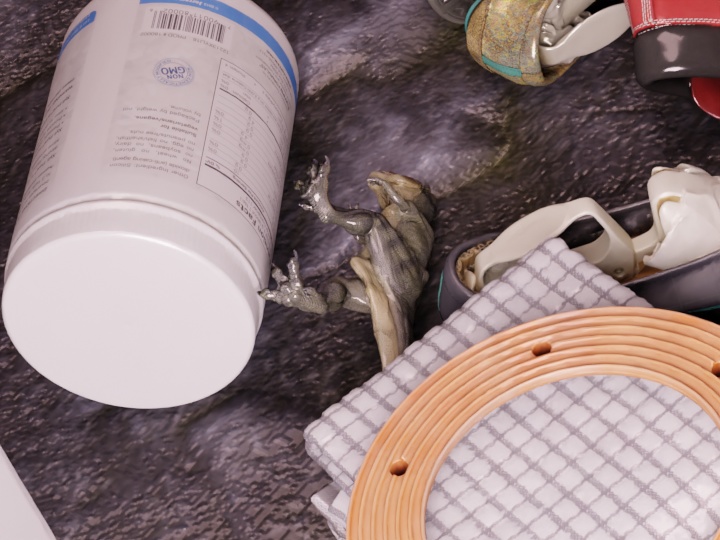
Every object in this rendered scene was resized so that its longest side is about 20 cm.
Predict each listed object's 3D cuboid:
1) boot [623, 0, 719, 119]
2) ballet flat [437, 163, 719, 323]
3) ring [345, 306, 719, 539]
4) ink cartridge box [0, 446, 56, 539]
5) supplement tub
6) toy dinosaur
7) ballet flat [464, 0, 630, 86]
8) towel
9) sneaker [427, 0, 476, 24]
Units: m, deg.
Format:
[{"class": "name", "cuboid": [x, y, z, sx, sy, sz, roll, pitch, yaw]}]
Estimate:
[{"class": "boot", "cuboid": [0.219, -0.150, 1.383, 0.200, 0.072, 0.144, -9, 80, -27]}, {"class": "ballet flat", "cuboid": [0.131, -0.011, 1.266, 0.200, 0.073, 0.073, -15, 42, 8]}, {"class": "ring", "cuboid": [0.091, 0.096, 1.090, 0.200, 0.019, 0.200, -12, 45, 12]}, {"class": "ink cartridge box", "cuboid": [-0.266, 0.100, 1.221, 0.147, 0.200, 0.146, 16, 54, 36]}, {"class": "supplement tub", "cuboid": [-0.105, -0.044, 1.354, 0.132, 0.132, 0.200, -8, 44, 16]}, {"class": "toy dinosaur", "cuboid": [0.000, 0.000, 1.300, 0.047, 0.088, 0.200, -40, 30, 36]}, {"class": "ballet flat", "cuboid": [0.145, -0.169, 1.428, 0.200, 0.071, 0.071, -41, 45, -12]}, {"class": "towel", "cuboid": [0.090, 0.098, 1.162, 0.166, 0.086, 0.200, -38, 46, -15]}, {"class": "sneaker", "cuboid": [0.099, -0.236, 1.486, 0.199, 0.076, 0.114, -42, 41, 10]}]
